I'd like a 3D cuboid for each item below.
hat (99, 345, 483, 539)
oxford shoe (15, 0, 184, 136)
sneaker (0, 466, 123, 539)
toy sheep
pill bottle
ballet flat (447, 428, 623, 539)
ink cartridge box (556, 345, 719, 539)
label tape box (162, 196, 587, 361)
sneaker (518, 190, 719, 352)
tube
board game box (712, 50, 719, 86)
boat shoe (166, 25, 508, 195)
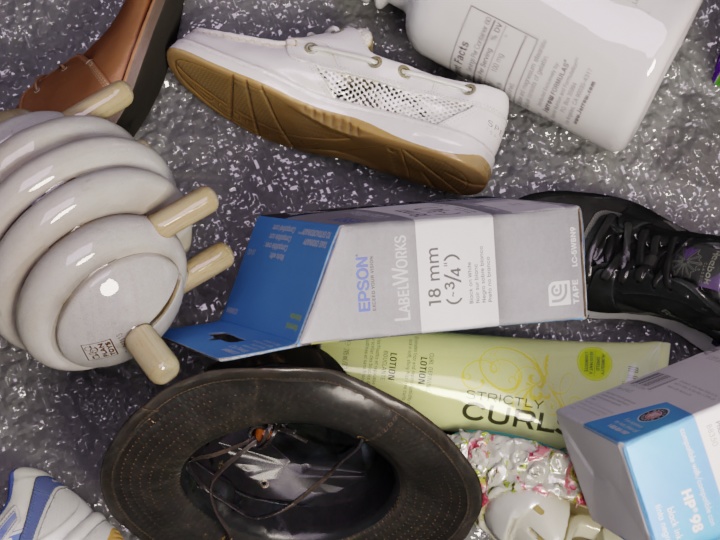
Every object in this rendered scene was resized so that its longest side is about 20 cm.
[{"bbox_3d":[-0.036,0.093,1.169,0.200,0.201,0.081,1,44,-2],"label":"hat"},{"bbox_3d":[-0.156,-0.102,1.255,0.071,0.071,0.200,22,76,9],"label":"oxford shoe"},{"bbox_3d":[-0.222,0.190,1.174,0.200,0.075,0.088,-40,72,-21],"label":"sneaker"},{"bbox_3d":[-0.146,-0.016,1.146,0.138,0.138,0.200,-33,52,-10],"label":"toy sheep"},{"bbox_3d":[0.086,-0.160,1.254,0.200,0.114,0.114,28,75,6],"label":"pill bottle"},{"bbox_3d":[0.128,0.144,1.187,0.200,0.076,0.064,19,42,4],"label":"ballet flat"},{"bbox_3d":[0.214,0.073,1.119,0.200,0.116,0.067,-20,98,-9],"label":"ink cartridge box"},{"bbox_3d":[0.000,0.000,1.163,0.200,0.144,0.063,-5,95,-19],"label":"label tape box"},{"bbox_3d":[0.176,-0.004,1.226,0.200,0.088,0.076,21,75,4],"label":"sneaker"},{"bbox_3d":[0.073,0.064,1.226,0.200,0.052,0.058,8,118,-3],"label":"tube"},{"bbox_3d":[0.335,-0.196,1.226,0.200,0.200,0.200,18,74,3],"label":"board game box"},{"bbox_3d":[-0.011,-0.106,1.256,0.200,0.071,0.069,20,71,9],"label":"boat shoe"}]
